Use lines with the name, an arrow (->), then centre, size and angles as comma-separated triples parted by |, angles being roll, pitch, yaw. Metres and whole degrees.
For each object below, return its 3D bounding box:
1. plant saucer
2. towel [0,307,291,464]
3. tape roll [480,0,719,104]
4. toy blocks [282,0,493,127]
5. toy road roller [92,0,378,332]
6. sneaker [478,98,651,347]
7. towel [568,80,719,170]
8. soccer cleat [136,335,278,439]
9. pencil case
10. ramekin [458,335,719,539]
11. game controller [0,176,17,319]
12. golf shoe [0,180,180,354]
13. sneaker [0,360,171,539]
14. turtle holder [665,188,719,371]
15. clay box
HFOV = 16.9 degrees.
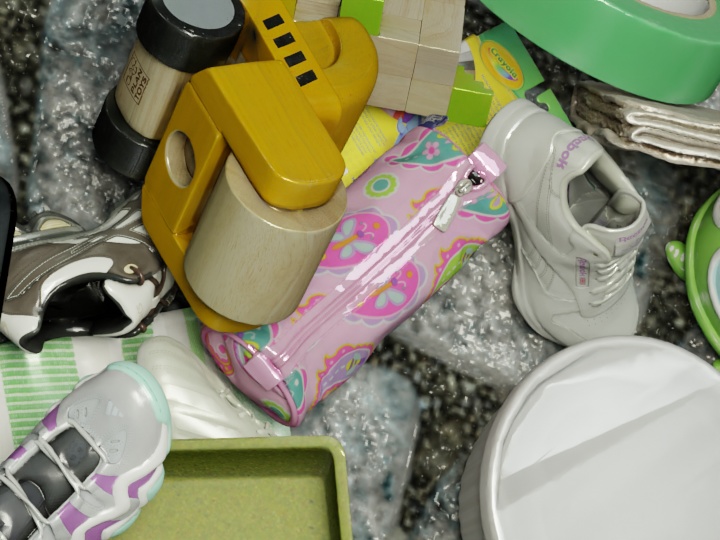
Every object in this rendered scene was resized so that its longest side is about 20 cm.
plant saucer -> -0.083, 0.188, 1.349 | 0.199, 0.048, 0.201 | -3, 96, 23
towel -> -0.134, 0.104, 1.426 | 0.199, 0.023, 0.153 | -9, 81, -22
tape roll -> 0.148, -0.181, 1.515 | 0.200, 0.048, 0.201 | 25, 25, -13
toy blocks -> -0.012, -0.165, 1.489 | 0.199, 0.100, 0.137 | 10, 39, -1
toy road roller -> -0.048, -0.074, 1.364 | 0.145, 0.123, 0.200 | -8, 53, -33
sneaker -> 0.136, -0.012, 1.479 | 0.075, 0.099, 0.200 | -46, 133, -20
towel -> 0.203, -0.083, 1.496 | 0.132, 0.200, 0.035 | 14, 98, -4
soccer cleat -> -0.056, 0.116, 1.393 | 0.200, 0.077, 0.069 | 58, 24, -4
pencil case -> 0.000, 0.000, 1.418 | 0.200, 0.087, 0.088 | -42, 94, -19
ramekin -> 0.152, 0.146, 1.484 | 0.201, 0.094, 0.203 | 4, 77, -19
game controller -> -0.249, 0.039, 1.363 | 0.104, 0.042, 0.201 | 1, 74, 21
golf shoe -> -0.126, 0.000, 1.408 | 0.199, 0.078, 0.095 | -19, 46, -16
sneaker -> -0.188, 0.136, 1.282 | 0.078, 0.140, 0.200 | 41, 110, 15
turtle holder -> 0.290, 0.019, 1.544 | 0.140, 0.132, 0.186 | -3, 78, -22
clay box -> 0.037, -0.063, 1.514 | 0.200, 0.048, 0.115 | -30, 90, -24
